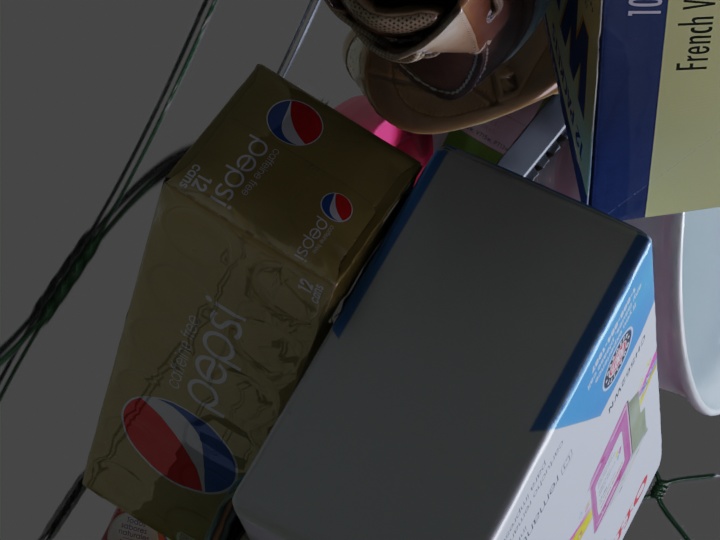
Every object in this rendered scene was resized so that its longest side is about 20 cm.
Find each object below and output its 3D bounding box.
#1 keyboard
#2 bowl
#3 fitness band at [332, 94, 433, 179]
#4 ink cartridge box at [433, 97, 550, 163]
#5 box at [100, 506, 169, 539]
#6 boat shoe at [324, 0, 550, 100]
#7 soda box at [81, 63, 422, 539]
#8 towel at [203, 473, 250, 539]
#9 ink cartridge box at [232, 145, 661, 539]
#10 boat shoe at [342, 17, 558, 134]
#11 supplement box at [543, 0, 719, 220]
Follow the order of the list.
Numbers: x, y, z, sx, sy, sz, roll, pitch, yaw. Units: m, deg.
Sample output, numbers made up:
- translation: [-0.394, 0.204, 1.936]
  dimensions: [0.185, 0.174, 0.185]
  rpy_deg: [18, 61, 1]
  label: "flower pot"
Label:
- translation: [0.107, -0.075, 0.961]
  dimensions: [0.200, 0.040, 0.104]
  rpy_deg: [-51, 178, -16]
  label: "keyboard"
- translation: [0.141, -0.032, 1.067]
  dimensions: [0.201, 0.090, 0.202]
  rpy_deg: [4, 90, -67]
  label: "bowl"
- translation: [0.000, 0.000, 0.939]
  dimensions: [0.200, 0.037, 0.144]
  rpy_deg: [-48, 139, -71]
  label: "fitness band"
- translation: [0.095, -0.151, 1.071]
  dimensions: [0.200, 0.076, 0.148]
  rpy_deg: [-61, 175, 28]
  label: "ink cartridge box"
- translation: [-0.039, 0.095, 1.039]
  dimensions: [0.100, 0.095, 0.200]
  rpy_deg: [-61, 174, 12]
  label: "box"
- translation: [0.015, -0.102, 0.671]
  dimensions: [0.072, 0.076, 0.200]
  rpy_deg: [-54, 164, -17]
  label: "boat shoe"
- translation: [-0.043, 0.023, 0.773]
  dimensions: [0.064, 0.068, 0.200]
  rpy_deg: [-55, 172, -36]
  label: "soda box"
- translation: [-0.015, 0.095, 0.838]
  dimensions: [0.200, 0.022, 0.147]
  rpy_deg: [-33, 155, -55]
  label: "towel"
- translation: [0.040, 0.074, 0.764]
  dimensions: [0.145, 0.084, 0.200]
  rpy_deg: [-60, 161, -19]
  label: "ink cartridge box"
- translation: [0.091, -0.103, 0.855]
  dimensions: [0.065, 0.199, 0.072]
  rpy_deg: [-129, -155, -69]
  label: "boat shoe"
- translation: [0.160, -0.132, 0.702]
  dimensions: [0.200, 0.199, 0.135]
  rpy_deg: [82, -1, -61]
  label: "supplement box"
